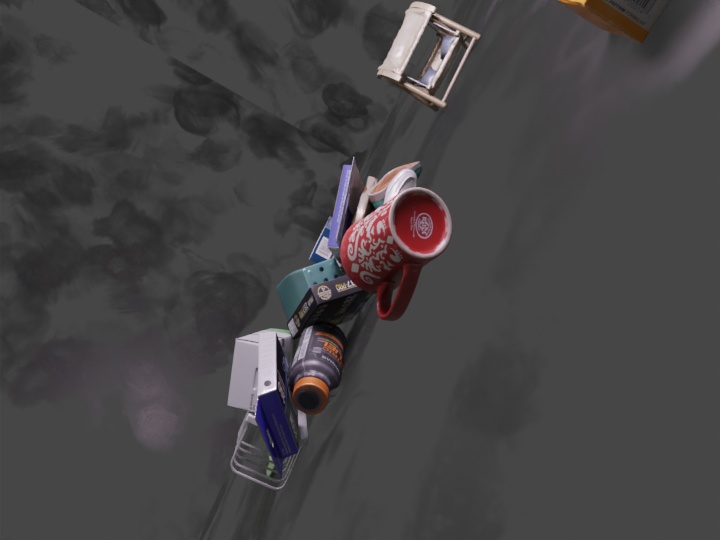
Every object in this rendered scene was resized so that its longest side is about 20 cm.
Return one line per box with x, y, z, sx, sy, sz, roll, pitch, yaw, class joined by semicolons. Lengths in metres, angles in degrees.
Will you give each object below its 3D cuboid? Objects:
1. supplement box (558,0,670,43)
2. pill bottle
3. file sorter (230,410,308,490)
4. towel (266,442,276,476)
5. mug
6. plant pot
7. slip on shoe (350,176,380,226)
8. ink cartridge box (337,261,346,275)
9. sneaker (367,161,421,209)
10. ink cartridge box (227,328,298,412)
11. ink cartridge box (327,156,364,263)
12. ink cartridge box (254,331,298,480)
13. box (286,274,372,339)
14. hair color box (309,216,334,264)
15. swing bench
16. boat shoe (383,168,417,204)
0.279;-0.331;0.568;0.203;0.072;0.127;-60;9;24;supplement box
-0.087;0.199;1.231;0.108;0.104;0.201;-59;9;26;pill bottle
-0.202;0.373;1.340;0.200;0.136;0.127;-155;89;-83;file sorter
-0.191;0.407;1.548;0.204;0.030;0.149;-64;7;4;towel
0.068;-0.029;0.979;0.131;0.181;0.200;-26;-3;-23;mug
-0.108;0.055;1.495;0.138;0.144;0.200;-19;-12;-21;plant pot
0.023;-0.146;1.410;0.202;0.059;0.077;-73;5;-53;slip on shoe
-0.013;-0.051;1.615;0.148;0.086;0.200;-64;8;-6;ink cartridge box
0.088;-0.185;1.414;0.070;0.081;0.200;-4;29;42;sneaker
-0.209;0.214;1.340;0.200;0.082;0.151;-1;-82;-77;ink cartridge box
-0.035;-0.134;1.423;0.200;0.046;0.203;55;-135;-71;ink cartridge box
-0.157;0.258;1.170;0.203;0.042;0.202;-96;-4;-49;ink cartridge box
-0.062;0.074;1.329;0.158;0.050;0.201;-18;-19;-31;box
-0.087;-0.080;1.685;0.102;0.059;0.200;-62;5;12;hair color box
0.170;-0.554;1.575;0.203;0.196;0.130;-62;8;6;swing bench
0.082;-0.120;1.318;0.066;0.072;0.204;25;93;58;boat shoe
